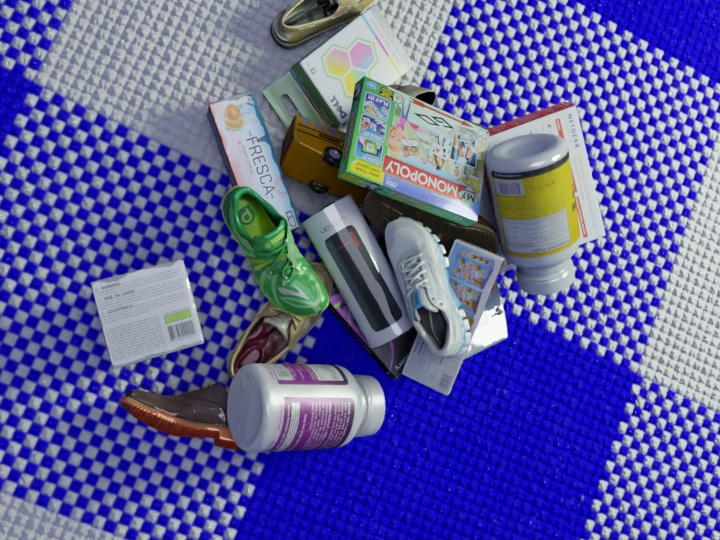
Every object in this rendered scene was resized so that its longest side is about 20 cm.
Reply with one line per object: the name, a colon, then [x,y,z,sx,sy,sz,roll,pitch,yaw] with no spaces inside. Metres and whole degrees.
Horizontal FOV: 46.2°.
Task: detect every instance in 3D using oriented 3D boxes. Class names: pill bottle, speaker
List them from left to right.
pill bottle: [-0.068,0.181,1.122,0.198,0.112,0.114,6,84,-36]
speaker: [0.000,0.000,1.154,0.081,0.081,0.202,-29,93,-14]
pill bottle: [0.239,-0.074,1.148,0.111,0.112,0.203,-22,116,-15]

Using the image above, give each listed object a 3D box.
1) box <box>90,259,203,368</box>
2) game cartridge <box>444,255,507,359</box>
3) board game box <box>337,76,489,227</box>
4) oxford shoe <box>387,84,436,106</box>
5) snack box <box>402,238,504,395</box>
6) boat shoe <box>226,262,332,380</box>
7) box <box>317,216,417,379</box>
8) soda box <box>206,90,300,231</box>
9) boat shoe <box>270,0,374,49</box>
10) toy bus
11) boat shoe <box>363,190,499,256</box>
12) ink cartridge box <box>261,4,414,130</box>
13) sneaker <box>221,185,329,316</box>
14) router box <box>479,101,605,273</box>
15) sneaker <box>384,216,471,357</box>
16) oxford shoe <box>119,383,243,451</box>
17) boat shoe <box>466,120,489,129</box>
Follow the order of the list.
box: [-0.264,0.057,1.057,0.111,0.200,0.103,-15,89,-13]
game cartridge: [0.132,0.023,1.211,0.132,0.041,0.203,-21,87,-22]
board game box: [0.074,-0.153,1.101,0.198,0.029,0.137,18,70,-23]
oxford shoe: [0.048,-0.190,1.140,0.071,0.074,0.202,62,38,-41]
snack box: [0.125,0.063,1.144,0.071,0.024,0.203,24,102,13]
boat shoe: [-0.107,0.076,1.147,0.074,0.066,0.201,37,88,-3]
box: [0.033,0.035,1.218,0.143,0.036,0.200,-43,97,-13]
soda box: [-0.149,-0.141,1.171,0.068,0.064,0.203,-19,91,-14]
boat shoe: [-0.038,-0.389,1.211,0.199,0.076,0.072,-41,95,-14]
toy bus: [-0.013,-0.144,1.190,0.197,0.065,0.079,18,44,-17]
boat shoe: [0.097,-0.070,1.169,0.197,0.068,0.073,19,123,-10]
ink cartridge box: [-0.031,-0.276,1.206,0.199,0.059,0.104,-40,106,-13]
sneaker: [-0.115,-0.023,1.092,0.074,0.084,0.201,-38,91,-13]
router box: [0.245,-0.117,1.224,0.177,0.049,0.203,-19,109,0]
sneaker: [0.083,0.022,1.097,0.074,0.086,0.202,-27,84,20]
oxford shoe: [-0.222,0.186,1.133,0.198,0.071,0.074,20,65,-18]
boat shoe: [0.201,-0.176,1.262,0.199,0.060,0.073,25,80,-11]
